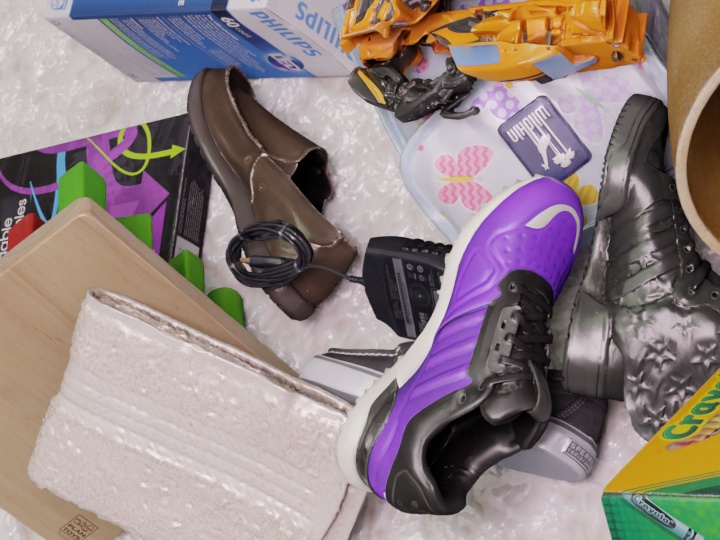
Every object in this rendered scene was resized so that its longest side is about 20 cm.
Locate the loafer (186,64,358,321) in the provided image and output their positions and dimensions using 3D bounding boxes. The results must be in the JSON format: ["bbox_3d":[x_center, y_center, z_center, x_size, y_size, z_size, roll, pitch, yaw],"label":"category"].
[{"bbox_3d":[-0.050,-0.058,1.486,0.071,0.073,0.200,-31,57,9],"label":"loafer"}]

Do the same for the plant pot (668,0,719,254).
[{"bbox_3d":[0.239,-0.128,1.224,0.186,0.186,0.200,-33,37,21],"label":"plant pot"}]

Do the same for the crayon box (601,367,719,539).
[{"bbox_3d":[0.217,0.086,1.127,0.119,0.058,0.200,-2,23,37],"label":"crayon box"}]

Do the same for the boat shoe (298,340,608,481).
[{"bbox_3d":[0.055,0.065,1.338,0.200,0.070,0.066,11,68,40],"label":"boat shoe"}]

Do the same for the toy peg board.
[{"bbox_3d":[-0.173,0.048,1.450,0.199,0.200,0.098,-36,33,20],"label":"toy peg board"}]

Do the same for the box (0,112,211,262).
[{"bbox_3d":[-0.191,-0.022,1.592,0.200,0.036,0.143,-12,62,35],"label":"box"}]

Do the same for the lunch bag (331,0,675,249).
[{"bbox_3d":[0.101,-0.109,1.351,0.169,0.127,0.200,-33,63,21],"label":"lunch bag"}]

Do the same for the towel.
[{"bbox_3d":[-0.091,0.108,1.360,0.200,0.034,0.133,24,109,8],"label":"towel"}]

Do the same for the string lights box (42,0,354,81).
[{"bbox_3d":[-0.101,-0.172,1.551,0.200,0.103,0.059,2,69,38],"label":"string lights box"}]

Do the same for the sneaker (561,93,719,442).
[{"bbox_3d":[0.170,0.011,1.246,0.104,0.060,0.200,12,85,14],"label":"sneaker"}]

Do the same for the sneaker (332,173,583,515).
[{"bbox_3d":[0.076,0.047,1.244,0.099,0.070,0.200,28,85,53],"label":"sneaker"}]

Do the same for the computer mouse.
[{"bbox_3d":[0.000,0.000,1.362,0.200,0.059,0.034,13,33,39],"label":"computer mouse"}]

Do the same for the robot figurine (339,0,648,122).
[{"bbox_3d":[0.070,-0.156,1.275,0.200,0.058,0.145,-3,65,37],"label":"robot figurine"}]
